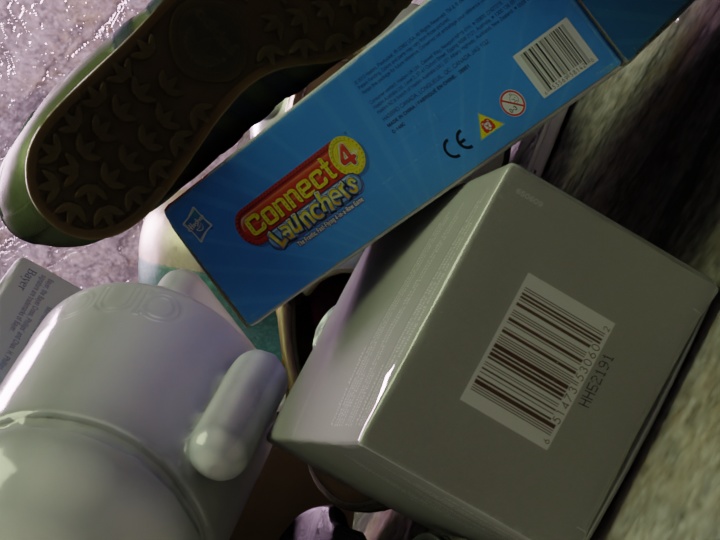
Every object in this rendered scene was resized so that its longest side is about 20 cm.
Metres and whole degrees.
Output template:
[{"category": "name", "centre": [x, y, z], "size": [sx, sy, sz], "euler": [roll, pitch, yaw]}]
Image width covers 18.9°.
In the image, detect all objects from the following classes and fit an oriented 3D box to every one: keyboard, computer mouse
[{"category": "keyboard", "centre": [0.092, -0.081, 1.054], "size": [0.201, 0.011, 0.056], "euler": [-66, 9, -29]}, {"category": "computer mouse", "centre": [0.005, 0.126, 0.862], "size": [0.200, 0.034, 0.059], "euler": [-15, 55, 69]}]

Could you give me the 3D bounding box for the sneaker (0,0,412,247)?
[{"category": "sneaker", "centre": [-0.062, -0.078, 0.811], "size": [0.200, 0.067, 0.090], "euler": [-43, 11, -25]}]

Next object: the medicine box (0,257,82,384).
[{"category": "medicine box", "centre": [-0.171, 0.123, 1.325], "size": [0.182, 0.199, 0.103], "euler": [-54, 9, 41]}]

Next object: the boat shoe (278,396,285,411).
[{"category": "boat shoe", "centre": [-0.090, 0.110, 1.082], "size": [0.199, 0.074, 0.065], "euler": [-33, 3, -19]}]

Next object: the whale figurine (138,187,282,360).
[{"category": "whale figurine", "centre": [-0.043, 0.009, 1.193], "size": [0.200, 0.158, 0.104], "euler": [-11, -73, -72]}]

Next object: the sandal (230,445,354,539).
[{"category": "sandal", "centre": [-0.068, 0.174, 0.975], "size": [0.070, 0.077, 0.213], "euler": [143, 148, -73]}]

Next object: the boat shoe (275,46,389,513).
[{"category": "boat shoe", "centre": [0.000, 0.000, 0.906], "size": [0.066, 0.074, 0.201], "euler": [37, -134, -80]}]

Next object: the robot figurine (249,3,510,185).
[{"category": "robot figurine", "centre": [0.010, -0.067, 1.043], "size": [0.125, 0.150, 0.200], "euler": [-53, -2, 5]}]

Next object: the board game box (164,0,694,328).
[{"category": "board game box", "centre": [0.050, -0.085, 0.803], "size": [0.200, 0.056, 0.196], "euler": [-35, 6, 39]}]

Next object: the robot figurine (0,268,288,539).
[{"category": "robot figurine", "centre": [-0.103, 0.083, 0.880], "size": [0.169, 0.113, 0.200], "euler": [-29, 21, 31]}]

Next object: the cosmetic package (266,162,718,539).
[{"category": "cosmetic package", "centre": [0.037, 0.034, 0.761], "size": [0.107, 0.090, 0.200], "euler": [-62, 5, -7]}]
